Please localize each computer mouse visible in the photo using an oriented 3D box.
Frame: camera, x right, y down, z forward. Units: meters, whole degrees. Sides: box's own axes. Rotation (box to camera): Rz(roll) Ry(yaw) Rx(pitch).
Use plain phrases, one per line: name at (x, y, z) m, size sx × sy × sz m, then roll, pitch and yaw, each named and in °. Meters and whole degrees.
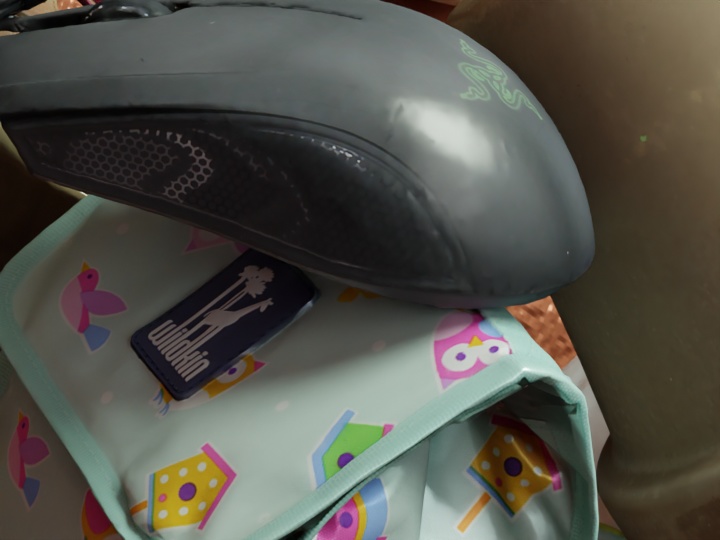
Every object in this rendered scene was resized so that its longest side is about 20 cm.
computer mouse at (-0.035, -0.045, 0.615) m, size 0.139 × 0.200 × 0.053 m, roll -66°, pitch 170°, yaw -64°

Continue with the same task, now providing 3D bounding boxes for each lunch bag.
lunch bag at (-0.034, 0.068, 0.664) m, size 0.122 × 0.170 × 0.200 m, roll 15°, pitch 109°, yaw -34°

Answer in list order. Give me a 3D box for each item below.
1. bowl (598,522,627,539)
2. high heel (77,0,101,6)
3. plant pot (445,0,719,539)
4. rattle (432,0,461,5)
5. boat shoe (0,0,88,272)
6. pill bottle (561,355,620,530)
bowl at (0.049, 0.182, 0.770) m, size 0.108 × 0.200 × 0.200 m, roll 47°, pitch 53°, yaw -60°
high heel at (-0.063, -0.092, 0.719) m, size 0.200 × 0.096 × 0.067 m, roll 38°, pitch 99°, yaw 7°
plant pot at (0.115, -0.031, 0.687) m, size 0.200 × 0.200 × 0.175 m, roll -43°, pitch 98°, yaw -33°
rattle at (0.095, -0.155, 0.851) m, size 0.200 × 0.143 × 0.130 m, roll -12°, pitch 98°, yaw -39°
boat shoe at (-0.125, -0.063, 0.726) m, size 0.200 × 0.072 × 0.068 m, roll 39°, pitch 47°, yaw -24°
pill bottle at (0.152, 0.114, 0.871) m, size 0.200 × 0.120 × 0.120 m, roll 39°, pitch 62°, yaw -26°
